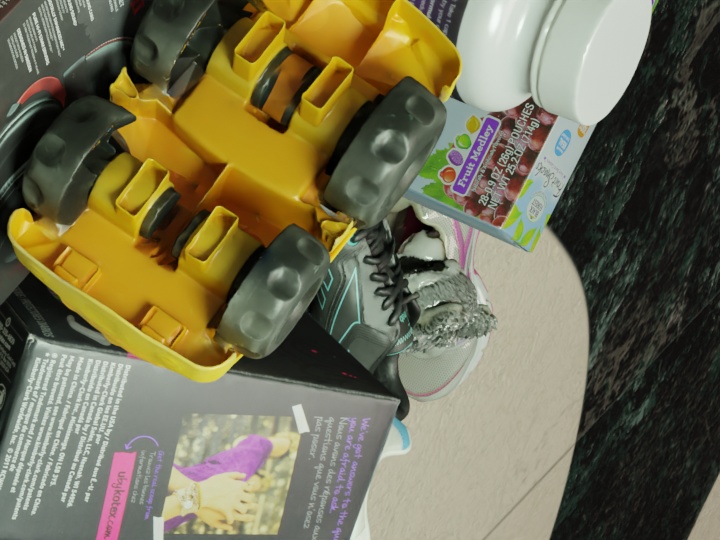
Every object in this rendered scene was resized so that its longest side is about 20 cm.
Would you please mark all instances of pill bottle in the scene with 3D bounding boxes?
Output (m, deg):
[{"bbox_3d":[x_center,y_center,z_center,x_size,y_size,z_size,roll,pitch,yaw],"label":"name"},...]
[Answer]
[{"bbox_3d":[0.052,-0.153,1.283,0.111,0.200,0.112,-45,150,-37],"label":"pill bottle"}]

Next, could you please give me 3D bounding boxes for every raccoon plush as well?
[{"bbox_3d":[0.003,0.063,1.480,0.097,0.134,0.200,-29,138,-56],"label":"raccoon plush"}]

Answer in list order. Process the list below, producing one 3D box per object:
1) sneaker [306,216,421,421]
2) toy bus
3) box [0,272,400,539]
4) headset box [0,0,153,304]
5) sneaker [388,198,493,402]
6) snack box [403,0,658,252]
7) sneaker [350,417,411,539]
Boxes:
[{"bbox_3d":[0.000,0.000,1.330,0.075,0.079,0.200,-41,144,-47],"label":"sneaker"},{"bbox_3d":[-0.063,-0.029,1.091,0.200,0.136,0.192,-53,173,-22],"label":"toy bus"},{"bbox_3d":[-0.103,0.071,1.164,0.200,0.122,0.106,11,106,-30],"label":"box"},{"bbox_3d":[-0.162,-0.086,1.049,0.200,0.075,0.149,-51,154,-30],"label":"headset box"},{"bbox_3d":[0.037,0.006,1.583,0.088,0.081,0.200,-36,136,-47],"label":"sneaker"},{"bbox_3d":[0.065,-0.136,1.372,0.200,0.169,0.068,-62,155,-3],"label":"snack box"},{"bbox_3d":[-0.042,0.157,1.305,0.200,0.081,0.077,-64,-174,-4],"label":"sneaker"}]
